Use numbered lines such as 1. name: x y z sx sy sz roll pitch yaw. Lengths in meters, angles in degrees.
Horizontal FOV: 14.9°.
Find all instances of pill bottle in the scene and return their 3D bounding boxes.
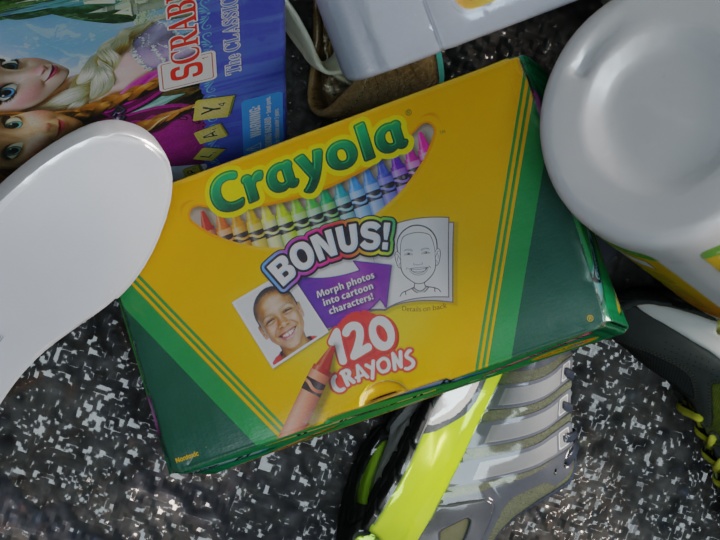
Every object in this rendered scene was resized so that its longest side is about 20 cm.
1. pill bottle: 0.159 -0.039 1.151 0.111 0.200 0.112 -7 73 24

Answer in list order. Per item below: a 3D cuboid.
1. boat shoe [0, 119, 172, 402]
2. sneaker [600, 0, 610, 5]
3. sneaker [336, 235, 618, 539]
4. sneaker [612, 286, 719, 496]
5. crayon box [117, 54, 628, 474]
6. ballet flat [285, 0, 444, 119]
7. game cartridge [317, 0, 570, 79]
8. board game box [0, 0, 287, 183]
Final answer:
1. boat shoe: -0.155 0.007 1.158 0.072 0.068 0.200 27 111 -30
2. sneaker: 0.058 -0.186 1.198 0.080 0.070 0.201 -35 97 12
3. sneaker: 0.068 0.052 1.221 0.081 0.074 0.201 30 96 -20
4. sneaker: 0.184 0.085 1.233 0.200 0.074 0.085 37 96 -7
5. crayon box: 0.000 0.000 1.161 0.199 0.058 0.119 -20 81 13
6. ballet flat: -0.013 -0.151 1.160 0.072 0.068 0.201 -22 122 -22
7. game cartridge: 0.064 -0.172 1.096 0.199 0.042 0.134 -21 110 4
8. board game box: -0.129 -0.085 1.110 0.198 0.200 0.041 -13 64 -7
